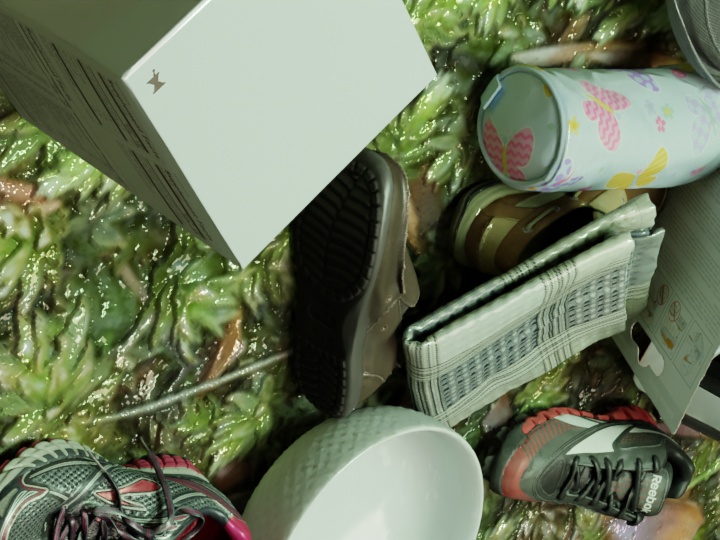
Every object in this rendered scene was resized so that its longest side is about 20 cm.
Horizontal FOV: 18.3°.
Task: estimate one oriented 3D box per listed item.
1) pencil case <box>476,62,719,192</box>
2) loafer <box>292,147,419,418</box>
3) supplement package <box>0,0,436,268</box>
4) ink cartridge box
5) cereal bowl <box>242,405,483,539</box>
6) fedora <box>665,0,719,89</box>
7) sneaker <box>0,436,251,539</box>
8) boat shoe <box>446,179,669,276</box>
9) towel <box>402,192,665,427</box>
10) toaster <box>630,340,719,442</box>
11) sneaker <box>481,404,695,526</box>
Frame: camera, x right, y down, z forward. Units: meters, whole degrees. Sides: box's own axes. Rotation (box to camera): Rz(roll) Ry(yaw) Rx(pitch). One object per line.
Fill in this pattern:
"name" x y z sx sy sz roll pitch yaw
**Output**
"pencil case" 0.172 -0.102 1.538 0.199 0.091 0.083 -7 158 -44
"loafer" 0.000 0.000 1.449 0.071 0.073 0.201 -27 141 -39
"supplement package" -0.097 -0.135 1.147 0.152 0.200 0.151 -45 139 -14
"ink cartridge box" 0.256 -0.003 1.603 0.050 0.162 0.201 11 117 -22
"cereal bowl" -0.014 0.178 1.531 0.200 0.083 0.201 -26 131 -34
"fedora" 0.288 -0.220 1.533 0.176 0.090 0.201 20 80 -47
"sneaker" -0.151 0.152 1.377 0.199 0.075 0.081 2 113 -46
"boat shoe" 0.151 -0.030 1.574 0.199 0.074 0.076 -18 127 -38
"towel" 0.121 0.039 1.538 0.199 0.035 0.193 -30 157 -9
"toaster" 0.303 0.049 1.718 0.181 0.118 0.200 -60 161 -2
"sneaker" 0.181 0.150 1.706 0.200 0.098 0.071 0 117 -45
